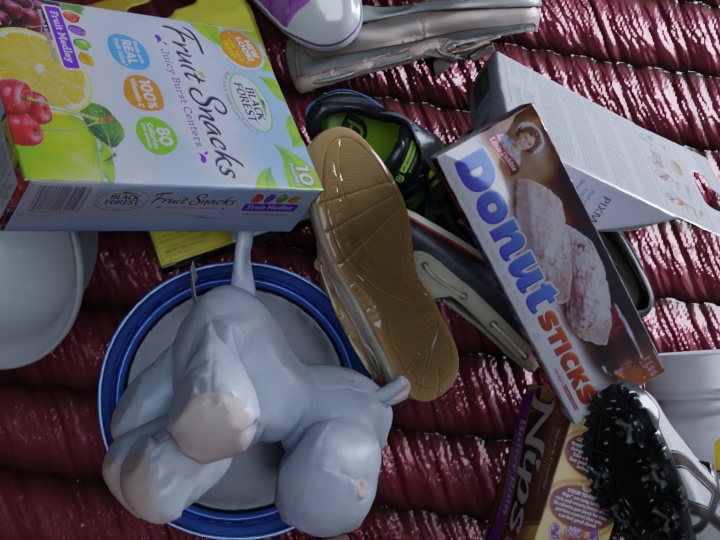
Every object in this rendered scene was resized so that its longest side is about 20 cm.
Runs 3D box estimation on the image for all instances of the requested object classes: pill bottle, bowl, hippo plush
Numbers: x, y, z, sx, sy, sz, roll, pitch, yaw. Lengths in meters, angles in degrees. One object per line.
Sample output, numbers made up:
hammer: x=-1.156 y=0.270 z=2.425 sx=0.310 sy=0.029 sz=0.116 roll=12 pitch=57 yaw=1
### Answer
pill bottle: x=0.268 y=0.160 z=0.776 sx=0.114 sy=0.114 sz=0.201 roll=-3 pitch=85 yaw=-9
bowl: x=-0.090 y=0.094 z=0.767 sx=0.200 sy=0.039 sz=0.202 roll=1 pitch=85 yaw=-8
hippo plush: x=-0.066 y=0.103 z=0.700 sx=0.161 sy=0.159 sz=0.200 roll=31 pitch=38 yaw=-22
bowl: x=-0.253 y=-0.041 z=0.709 sx=0.200 sy=0.090 sz=0.202 roll=9 pitch=118 yaw=17

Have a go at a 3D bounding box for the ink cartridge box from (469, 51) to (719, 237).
ink cartridge box: x=0.177 y=-0.074 z=0.769 sx=0.200 sy=0.163 sz=0.057 roll=27 pitch=119 yaw=-13

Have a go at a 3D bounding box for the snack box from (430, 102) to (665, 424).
snack box: x=0.123 y=-0.003 z=0.678 sx=0.072 sy=0.024 sz=0.200 roll=-29 pitch=101 yaw=-3

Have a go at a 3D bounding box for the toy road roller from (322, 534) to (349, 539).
toy road roller: x=-0.018 y=0.305 z=0.732 sx=0.122 sy=0.146 sz=0.200 roll=-13 pitch=49 yaw=-9

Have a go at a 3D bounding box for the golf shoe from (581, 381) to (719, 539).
golf shoe: x=0.216 y=0.153 z=0.685 sx=0.094 sy=0.078 sz=0.201 roll=-29 pitch=98 yaw=-31

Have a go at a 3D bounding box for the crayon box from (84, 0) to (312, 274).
crayon box: x=-0.119 y=-0.112 z=0.776 sx=0.127 sy=0.051 sz=0.201 roll=-18 pitch=88 yaw=-10

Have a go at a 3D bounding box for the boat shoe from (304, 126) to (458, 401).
boat shoe: x=0.000 y=0.000 z=0.733 sx=0.074 sy=0.069 sz=0.201 roll=-26 pitch=100 yaw=-31

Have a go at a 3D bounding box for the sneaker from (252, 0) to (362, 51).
sneaker: x=-0.070 y=-0.242 z=0.712 sx=0.073 sy=0.114 sz=0.201 roll=-36 pitch=92 yaw=2

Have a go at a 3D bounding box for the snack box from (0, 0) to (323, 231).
snack box: x=-0.136 y=-0.095 z=0.650 sx=0.199 sy=0.053 sz=0.143 roll=-1 pitch=58 yaw=-39

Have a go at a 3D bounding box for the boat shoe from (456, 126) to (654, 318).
boat shoe: x=0.154 y=-0.040 z=0.802 sx=0.200 sy=0.065 sz=0.073 roll=43 pitch=82 yaw=-1

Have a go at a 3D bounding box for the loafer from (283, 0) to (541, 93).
loafer: x=0.040 y=-0.175 z=0.804 sx=0.199 sy=0.072 sz=0.063 roll=-5 pitch=102 yaw=-3

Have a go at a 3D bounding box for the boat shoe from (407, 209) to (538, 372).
boat shoe: x=0.061 y=0.004 z=0.784 sx=0.200 sy=0.071 sz=0.063 roll=29 pitch=90 yaw=-4

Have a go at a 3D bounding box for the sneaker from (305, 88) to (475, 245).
sneaker: x=0.044 y=-0.070 z=0.764 sx=0.199 sy=0.083 sz=0.071 roll=29 pitch=108 yaw=7

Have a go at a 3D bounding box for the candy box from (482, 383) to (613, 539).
candy box: x=0.134 y=0.184 z=0.752 sx=0.056 sy=0.117 sz=0.201 roll=18 pitch=83 yaw=-6
